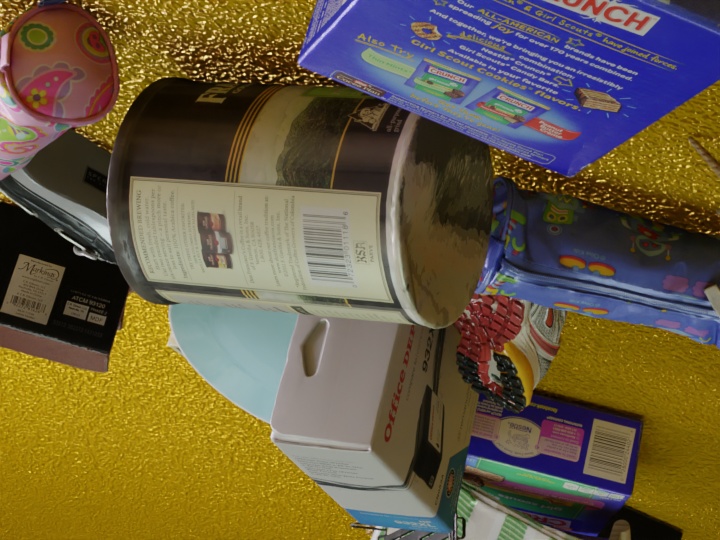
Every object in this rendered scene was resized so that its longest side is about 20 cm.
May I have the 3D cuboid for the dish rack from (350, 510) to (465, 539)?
[{"bbox_3d":[0.034,0.167,1.664,0.054,0.201,0.153,8,157,-22],"label":"dish rack"}]

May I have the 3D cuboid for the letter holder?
[{"bbox_3d":[-0.293,0.014,1.638,0.199,0.101,0.142,16,162,-4],"label":"letter holder"}]

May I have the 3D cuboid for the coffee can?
[{"bbox_3d":[-0.035,-0.044,1.225,0.199,0.147,0.146,5,158,25],"label":"coffee can"}]

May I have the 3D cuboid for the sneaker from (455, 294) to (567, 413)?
[{"bbox_3d":[0.105,0.013,1.406,0.078,0.082,0.200,28,151,24],"label":"sneaker"}]

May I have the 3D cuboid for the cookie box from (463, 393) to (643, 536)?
[{"bbox_3d":[0.154,0.175,1.786,0.171,0.075,0.200,14,161,2],"label":"cookie box"}]

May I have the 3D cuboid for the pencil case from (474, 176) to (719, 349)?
[{"bbox_3d":[0.171,-0.001,1.281,0.199,0.078,0.087,14,-160,-5],"label":"pencil case"}]

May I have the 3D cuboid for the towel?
[{"bbox_3d":[0.102,0.267,1.732,0.200,0.153,0.023,26,-162,14],"label":"towel"}]

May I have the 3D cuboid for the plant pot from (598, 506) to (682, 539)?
[{"bbox_3d":[0.183,0.329,2.034,0.200,0.178,0.199,26,157,-26],"label":"plant pot"}]

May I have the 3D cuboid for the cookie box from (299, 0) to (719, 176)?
[{"bbox_3d":[0.086,-0.135,0.976,0.171,0.075,0.200,21,160,-15],"label":"cookie box"}]

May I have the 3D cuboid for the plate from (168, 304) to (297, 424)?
[{"bbox_3d":[-0.071,0.069,1.668,0.200,0.026,0.200,21,146,16],"label":"plate"}]

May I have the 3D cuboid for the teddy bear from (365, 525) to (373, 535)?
[{"bbox_3d":[0.090,0.247,1.929,0.200,0.145,0.067,39,-177,29],"label":"teddy bear"}]

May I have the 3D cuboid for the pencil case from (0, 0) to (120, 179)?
[{"bbox_3d":[-0.229,-0.110,1.270,0.087,0.088,0.200,24,159,-24],"label":"pencil case"}]

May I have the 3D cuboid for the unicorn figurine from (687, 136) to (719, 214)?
[{"bbox_3d":[0.300,-0.029,1.126,0.199,0.074,0.137,13,172,-12],"label":"unicorn figurine"}]

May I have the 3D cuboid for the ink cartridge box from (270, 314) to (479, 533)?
[{"bbox_3d":[0.018,0.098,1.479,0.083,0.146,0.200,5,158,22],"label":"ink cartridge box"}]

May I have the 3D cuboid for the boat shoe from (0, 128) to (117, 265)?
[{"bbox_3d":[-0.192,-0.041,1.448,0.199,0.074,0.068,29,151,-34],"label":"boat shoe"}]

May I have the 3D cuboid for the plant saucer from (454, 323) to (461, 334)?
[{"bbox_3d":[0.000,0.000,1.490,0.200,0.032,0.200,13,161,4],"label":"plant saucer"}]

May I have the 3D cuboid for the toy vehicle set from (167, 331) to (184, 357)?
[{"bbox_3d":[-0.072,0.098,1.811,0.124,0.027,0.200,2,157,32],"label":"toy vehicle set"}]

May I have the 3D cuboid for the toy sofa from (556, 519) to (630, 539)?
[{"bbox_3d":[0.148,0.250,1.788,0.199,0.098,0.083,7,135,20],"label":"toy sofa"}]
